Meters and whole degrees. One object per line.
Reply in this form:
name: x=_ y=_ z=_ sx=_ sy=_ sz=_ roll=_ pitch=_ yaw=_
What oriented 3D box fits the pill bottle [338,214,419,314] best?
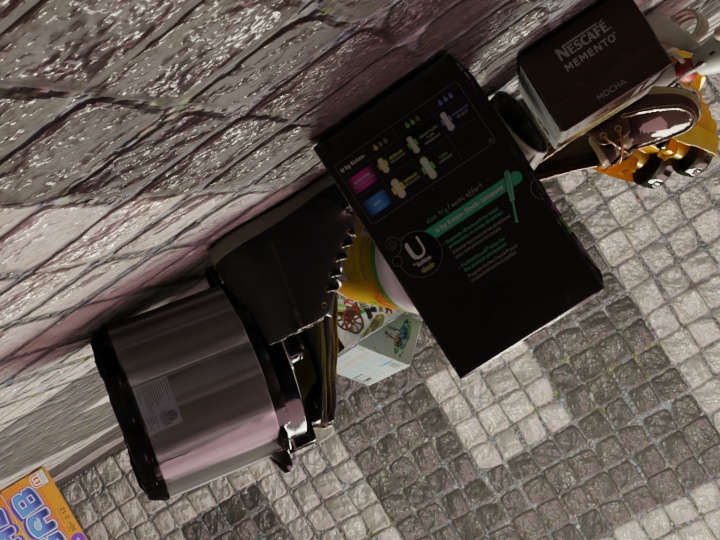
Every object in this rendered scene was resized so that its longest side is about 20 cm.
pill bottle: x=0.023 y=-0.020 z=1.020 sx=0.111 sy=0.111 sz=0.200 roll=-31 pitch=-163 yaw=-21

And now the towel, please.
towel: x=-0.090 y=0.085 z=1.069 sx=0.023 sy=0.144 sz=0.200 roll=-3 pitch=-178 yaw=-41

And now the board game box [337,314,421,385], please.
board game box: x=-0.047 y=0.067 z=1.236 sx=0.148 sy=0.200 sz=0.064 roll=141 pitch=-33 yaw=-64

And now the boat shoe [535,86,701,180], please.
boat shoe: x=0.266 y=-0.138 z=1.099 sx=0.200 sy=0.072 sz=0.072 roll=-10 pitch=-133 yaw=26

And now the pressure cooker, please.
pressure cooker: x=-0.135 y=0.107 z=0.965 sx=0.200 sy=0.176 sz=0.179 roll=-22 pitch=-143 yaw=-14

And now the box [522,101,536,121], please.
box: x=0.149 y=-0.101 z=1.261 sx=0.200 sy=0.043 sz=0.160 roll=-54 pitch=179 yaw=-7

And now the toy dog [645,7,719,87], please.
toy dog: x=0.313 y=-0.230 z=1.126 sx=0.200 sy=0.132 sz=0.096 roll=-37 pitch=137 yaw=10

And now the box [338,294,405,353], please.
box: x=0.000 y=0.000 z=1.165 sx=0.200 sy=0.137 sz=0.038 roll=-29 pitch=174 yaw=-44

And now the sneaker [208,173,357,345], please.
sneaker: x=-0.024 y=-0.022 z=0.911 sx=0.200 sy=0.106 sz=0.075 roll=-32 pitch=176 yaw=-6

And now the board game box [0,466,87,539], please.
board game box: x=-0.710 y=0.560 z=2.153 sx=0.200 sy=0.200 sz=0.200 roll=-30 pitch=175 yaw=-24

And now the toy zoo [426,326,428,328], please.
toy zoo: x=0.141 y=-0.026 z=1.176 sx=0.200 sy=0.020 sz=0.131 roll=-58 pitch=175 yaw=-15

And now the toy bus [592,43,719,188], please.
toy bus: x=0.365 y=-0.215 z=1.271 sx=0.192 sy=0.135 sz=0.200 roll=-69 pitch=-166 yaw=-9

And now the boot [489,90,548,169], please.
boot: x=0.100 y=-0.101 z=1.065 sx=0.072 sy=0.182 sz=0.200 roll=-5 pitch=133 yaw=-31

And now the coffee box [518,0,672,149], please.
coffee box: x=0.218 y=-0.185 z=0.978 sx=0.113 sy=0.080 sz=0.200 roll=-32 pitch=177 yaw=8

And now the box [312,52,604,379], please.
box: x=0.080 y=-0.042 z=0.778 sx=0.124 sy=0.200 sz=0.149 roll=-34 pitch=176 yaw=12
